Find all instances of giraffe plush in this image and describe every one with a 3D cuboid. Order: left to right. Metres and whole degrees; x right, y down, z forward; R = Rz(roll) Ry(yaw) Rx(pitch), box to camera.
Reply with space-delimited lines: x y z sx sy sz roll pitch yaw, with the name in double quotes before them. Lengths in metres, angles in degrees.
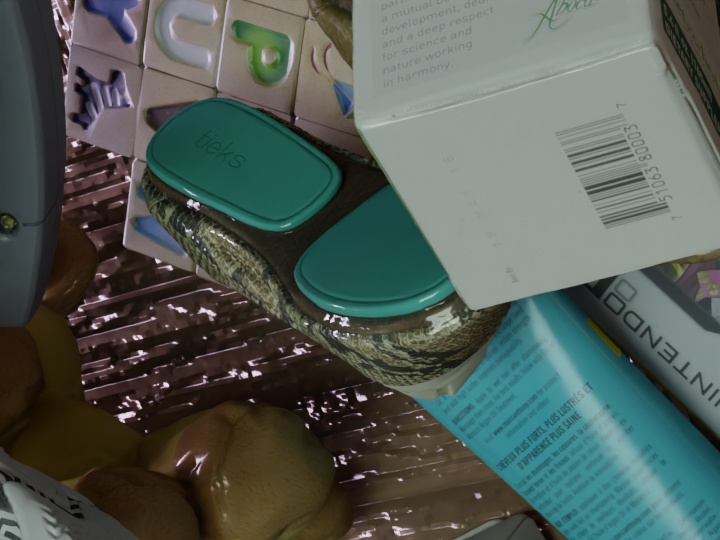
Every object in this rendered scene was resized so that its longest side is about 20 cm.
"giraffe plush" -0.114 0.070 0.896 0.163 0.172 0.200 54 158 14

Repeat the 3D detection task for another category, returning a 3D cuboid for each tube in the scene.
"tube" 0.088 0.070 0.808 0.200 0.050 0.077 44 123 -1

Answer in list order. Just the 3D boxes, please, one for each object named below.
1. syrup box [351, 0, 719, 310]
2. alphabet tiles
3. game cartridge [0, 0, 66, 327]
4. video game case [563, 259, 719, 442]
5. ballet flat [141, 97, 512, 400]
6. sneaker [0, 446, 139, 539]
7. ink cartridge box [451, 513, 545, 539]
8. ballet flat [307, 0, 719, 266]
"syrup box" 0.047 -0.097 0.680 0.081 0.201 0.079 -15 138 18
"alphabet tiles" -0.019 -0.067 0.841 0.199 0.006 0.168 20 111 30
"game cartridge" -0.164 -0.072 0.813 0.132 0.042 0.201 -2 122 7
"video game case" 0.134 -0.048 0.773 0.181 0.025 0.200 43 122 9
"ballet flat" 0.000 0.000 0.776 0.200 0.068 0.076 27 152 56
"sneaker" -0.148 0.098 0.772 0.199 0.075 0.115 25 82 43
"ink cartridge box" -0.013 0.179 0.832 0.145 0.200 0.084 -30 96 33
"ballet flat" 0.054 -0.041 0.738 0.200 0.068 0.073 36 156 42
